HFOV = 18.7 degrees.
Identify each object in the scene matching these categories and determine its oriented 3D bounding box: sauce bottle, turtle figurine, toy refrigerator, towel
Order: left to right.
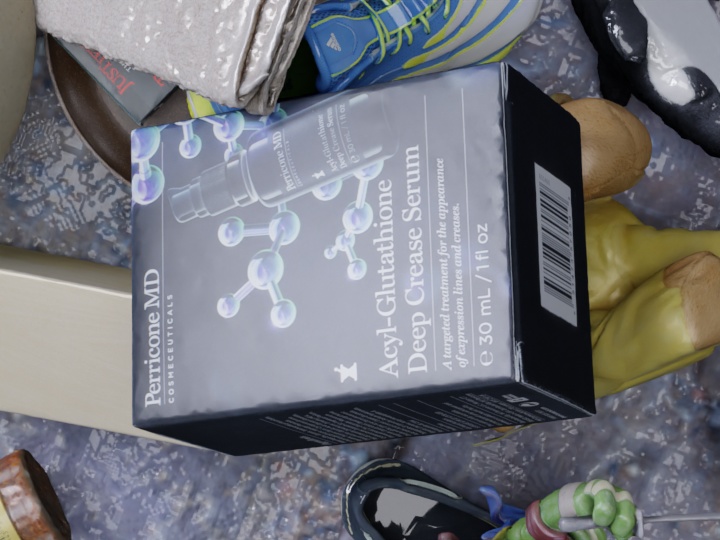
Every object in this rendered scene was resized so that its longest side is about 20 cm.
[{"bbox_3d":[-0.254,0.165,1.170,0.199,0.066,0.066,-26,94,-1],"label":"sauce bottle"},{"bbox_3d":[-0.150,0.037,1.163,0.198,0.070,0.077,10,101,-1],"label":"toy refrigerator"},{"bbox_3d":[-0.091,-0.160,1.056,0.199,0.034,0.134,22,94,42],"label":"towel"},{"bbox_3d":[0.107,0.181,1.042,0.199,0.194,0.145,35,133,15],"label":"turtle figurine"}]

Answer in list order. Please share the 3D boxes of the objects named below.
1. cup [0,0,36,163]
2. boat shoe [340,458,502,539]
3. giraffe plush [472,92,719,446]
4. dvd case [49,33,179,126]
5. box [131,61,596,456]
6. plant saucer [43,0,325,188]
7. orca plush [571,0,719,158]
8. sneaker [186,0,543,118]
[{"bbox_3d":[-0.282,-0.118,1.075,0.199,0.143,0.202,-3,84,27],"label":"cup"},{"bbox_3d":[0.078,0.168,1.175,0.200,0.062,0.075,38,90,-3],"label":"boat shoe"},{"bbox_3d":[0.114,-0.019,1.126,0.199,0.172,0.163,-24,83,19],"label":"giraffe plush"},{"bbox_3d":[-0.095,-0.197,1.140,0.146,0.022,0.200,44,91,-3],"label":"dvd case"},{"bbox_3d":[0.000,0.000,1.039,0.198,0.107,0.150,-9,75,24],"label":"box"},{"bbox_3d":[-0.069,-0.130,1.170,0.198,0.032,0.202,0,94,0],"label":"plant saucer"},{"bbox_3d":[0.165,-0.110,1.172,0.200,0.071,0.106,39,48,-13],"label":"orca plush"},{"bbox_3d":[0.010,-0.112,1.102,0.199,0.105,0.076,-26,98,-4],"label":"sneaker"}]
